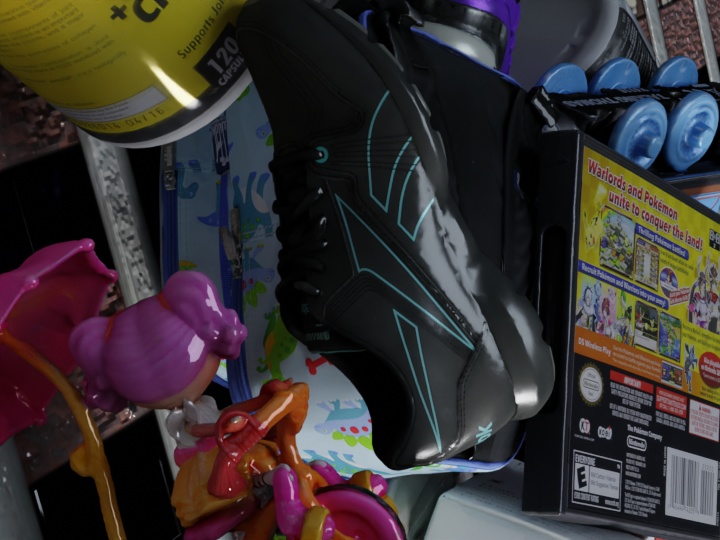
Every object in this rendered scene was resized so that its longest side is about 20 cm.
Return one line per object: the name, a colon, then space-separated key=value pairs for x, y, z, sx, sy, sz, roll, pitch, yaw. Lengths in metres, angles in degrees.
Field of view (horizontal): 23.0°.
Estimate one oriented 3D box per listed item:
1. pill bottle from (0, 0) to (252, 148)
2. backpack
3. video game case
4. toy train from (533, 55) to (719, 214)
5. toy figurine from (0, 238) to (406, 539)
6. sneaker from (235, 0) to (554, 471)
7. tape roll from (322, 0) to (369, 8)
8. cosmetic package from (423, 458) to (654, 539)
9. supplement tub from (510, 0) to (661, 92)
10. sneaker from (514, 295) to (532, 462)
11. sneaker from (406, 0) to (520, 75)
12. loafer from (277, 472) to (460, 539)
pill bottle: x=-0.125 y=-0.140 z=0.683 sx=0.200 sy=0.112 sz=0.112 roll=41 pitch=49 yaw=-49
backpack: x=0.000 y=0.000 z=0.829 sx=0.183 sy=0.147 sz=0.200 roll=21 pitch=62 yaw=-54
video game case: x=0.139 y=0.041 z=0.897 sx=0.200 sy=0.025 sz=0.181 roll=20 pitch=71 yaw=-56
toy train: x=0.157 y=-0.057 z=1.008 sx=0.200 sy=0.087 sz=0.114 roll=-9 pitch=121 yaw=-44
toy figurine: x=-0.075 y=0.072 z=0.672 sx=0.184 sy=0.200 sz=0.150 roll=65 pitch=20 yaw=-5
sneaker: x=0.000 y=-0.016 z=0.689 sx=0.079 sy=0.075 sz=0.200 roll=-32 pitch=94 yaw=-20
tape roll: x=-0.046 y=-0.186 z=0.894 sx=0.200 sy=0.048 sz=0.201 roll=22 pitch=64 yaw=-57
cosmetic package: x=0.096 y=0.155 z=0.942 sx=0.200 sy=0.102 sz=0.074 roll=-4 pitch=113 yaw=-77
supplement tub: x=0.148 y=-0.084 z=1.131 sx=0.200 sy=0.122 sz=0.123 roll=53 pitch=41 yaw=-42
sneaker: x=0.092 y=0.036 z=1.050 sx=0.200 sy=0.075 sz=0.106 roll=58 pitch=35 yaw=-37
sneaker: x=0.058 y=-0.135 z=0.957 sx=0.200 sy=0.070 sz=0.100 roll=86 pitch=19 yaw=-83
loafer: x=0.008 y=0.132 z=0.890 sx=0.070 sy=0.070 sz=0.200 roll=60 pitch=35 yaw=-19
